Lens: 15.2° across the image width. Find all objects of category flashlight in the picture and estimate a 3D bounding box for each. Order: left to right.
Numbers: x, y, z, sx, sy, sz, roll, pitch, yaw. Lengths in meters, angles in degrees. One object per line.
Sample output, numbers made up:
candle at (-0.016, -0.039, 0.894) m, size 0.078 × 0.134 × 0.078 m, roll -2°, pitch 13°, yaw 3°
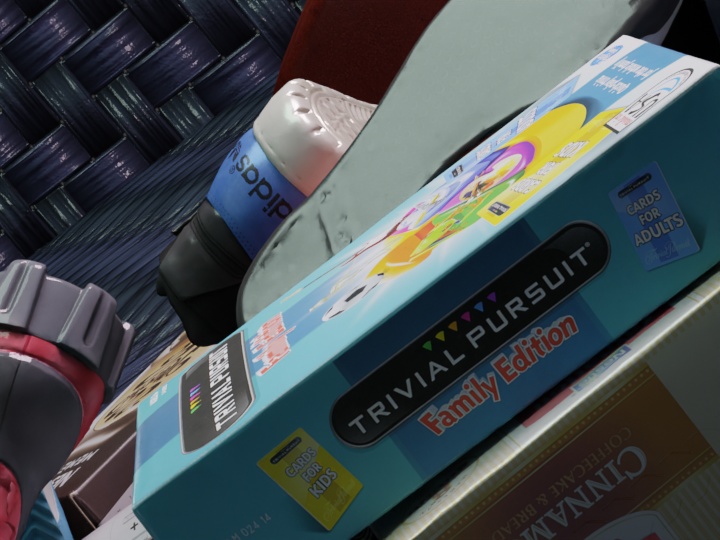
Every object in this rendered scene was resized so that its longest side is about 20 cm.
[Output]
flashlight at (-0.145, 0.096, 0.998) m, size 0.068 × 0.068 × 0.200 m, roll -10°, pitch 50°, yaw 43°

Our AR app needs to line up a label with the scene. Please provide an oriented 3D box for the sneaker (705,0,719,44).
sneaker at (0.142, -0.072, 0.923) m, size 0.079 × 0.130 × 0.199 m, roll -44°, pitch 12°, yaw -36°

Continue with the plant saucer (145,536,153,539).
plant saucer at (-0.104, 0.151, 0.855) m, size 0.200 × 0.032 × 0.200 m, roll -39°, pitch 8°, yaw 7°

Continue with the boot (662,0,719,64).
boot at (0.104, -0.118, 1.074) m, size 0.200 × 0.169 × 0.076 m, roll -17°, pitch 13°, yaw -42°

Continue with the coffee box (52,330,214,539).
coffee box at (-0.069, 0.080, 1.231) m, size 0.200 × 0.080 × 0.113 m, roll -45°, pitch 11°, yaw -35°

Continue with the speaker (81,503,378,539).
speaker at (-0.086, 0.135, 1.022) m, size 0.200 × 0.081 × 0.081 m, roll -37°, pitch 9°, yaw 21°

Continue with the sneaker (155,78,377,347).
sneaker at (-0.001, -0.001, 1.033) m, size 0.111 × 0.077 × 0.200 m, roll -48°, pitch -27°, yaw 17°

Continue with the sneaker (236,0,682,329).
sneaker at (0.053, -0.029, 0.937) m, size 0.201 × 0.108 × 0.067 m, roll -48°, pitch 51°, yaw 5°

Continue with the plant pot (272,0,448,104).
plant pot at (0.074, -0.120, 1.334) m, size 0.176 × 0.200 × 0.200 m, roll -47°, pitch 3°, yaw 32°

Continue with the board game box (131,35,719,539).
board game box at (0.024, 0.011, 0.800) m, size 0.200 × 0.047 × 0.151 m, roll -37°, pitch 9°, yaw 1°

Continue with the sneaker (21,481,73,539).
sneaker at (-0.154, 0.106, 1.120) m, size 0.076 × 0.201 × 0.081 m, roll -11°, pitch 5°, yaw -2°

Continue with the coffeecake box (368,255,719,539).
coffeecake box at (0.075, 0.046, 0.819) m, size 0.153 × 0.073 × 0.200 m, roll -38°, pitch 9°, yaw -3°
